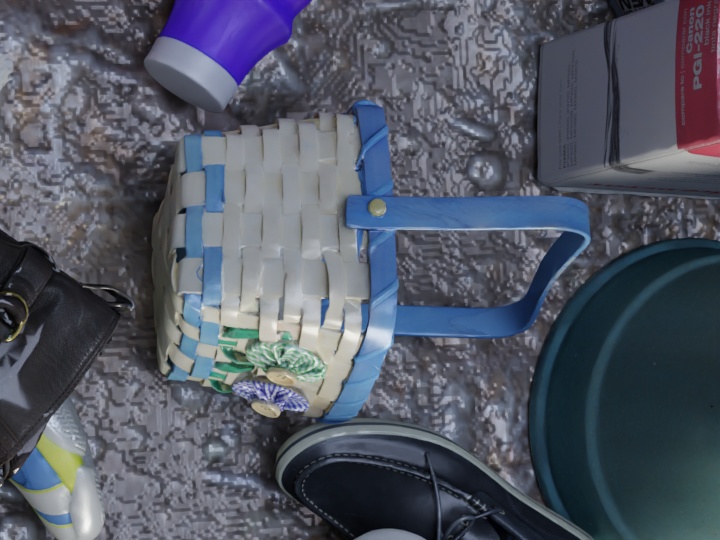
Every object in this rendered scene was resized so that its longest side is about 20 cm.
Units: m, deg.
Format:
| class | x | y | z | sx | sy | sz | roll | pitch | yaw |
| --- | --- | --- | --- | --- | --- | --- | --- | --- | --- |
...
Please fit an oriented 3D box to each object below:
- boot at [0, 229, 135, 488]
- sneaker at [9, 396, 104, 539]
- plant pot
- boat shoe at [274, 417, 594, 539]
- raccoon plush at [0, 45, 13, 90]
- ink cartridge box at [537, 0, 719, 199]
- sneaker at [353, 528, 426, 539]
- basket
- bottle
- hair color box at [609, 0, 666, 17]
| class | x | y | z | sx | sy | sz | roll | pitch | yaw |
| --- | --- | --- | --- | --- | --- | --- | --- | --- | --- |
| boot | -0.215 | 0.035 | 1.274 | 0.200 | 0.069 | 0.174 | -45 | 112 | -12 |
| sneaker | -0.201 | 0.053 | 1.362 | 0.105 | 0.076 | 0.200 | -25 | 97 | -5 |
| plant pot | 0.218 | 0.080 | 1.462 | 0.200 | 0.196 | 0.201 | 1 | 88 | -22 |
| boat shoe | 0.045 | 0.136 | 1.449 | 0.200 | 0.062 | 0.075 | 30 | 122 | -22 |
| raccoon plush | -0.257 | -0.048 | 1.324 | 0.200 | 0.097 | 0.134 | 5 | 95 | -23 |
| ink cartridge box | 0.197 | -0.088 | 1.454 | 0.145 | 0.200 | 0.085 | 3 | 83 | -23 |
| sneaker | -0.026 | 0.219 | 1.392 | 0.080 | 0.088 | 0.200 | 39 | 98 | -18 |
| basket | 0.000 | 0.000 | 1.385 | 0.199 | 0.176 | 0.139 | -3 | 70 | -9 |
| bottle | -0.038 | -0.174 | 1.419 | 0.065 | 0.084 | 0.200 | 35 | 77 | -19 |
| hair color box | 0.143 | -0.238 | 1.509 | 0.099 | 0.061 | 0.200 | -34 | 103 | -20 |
